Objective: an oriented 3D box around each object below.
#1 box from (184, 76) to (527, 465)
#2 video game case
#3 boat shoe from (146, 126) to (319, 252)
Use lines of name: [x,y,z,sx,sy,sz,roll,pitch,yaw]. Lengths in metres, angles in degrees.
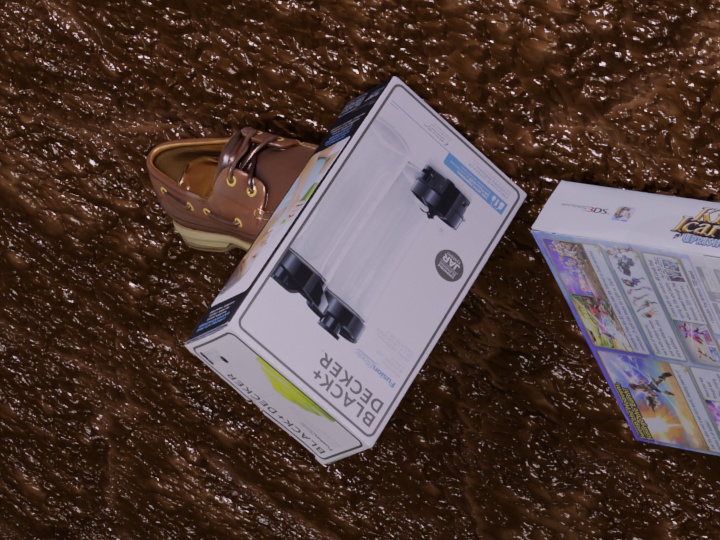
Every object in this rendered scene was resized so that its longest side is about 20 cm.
box: [0.000,0.000,1.633,0.117,0.200,0.060,42,151,-15]
video game case: [0.216,0.037,1.630,0.181,0.046,0.200,9,143,36]
boat shoe: [-0.064,-0.052,1.756,0.200,0.072,0.068,2,141,49]
